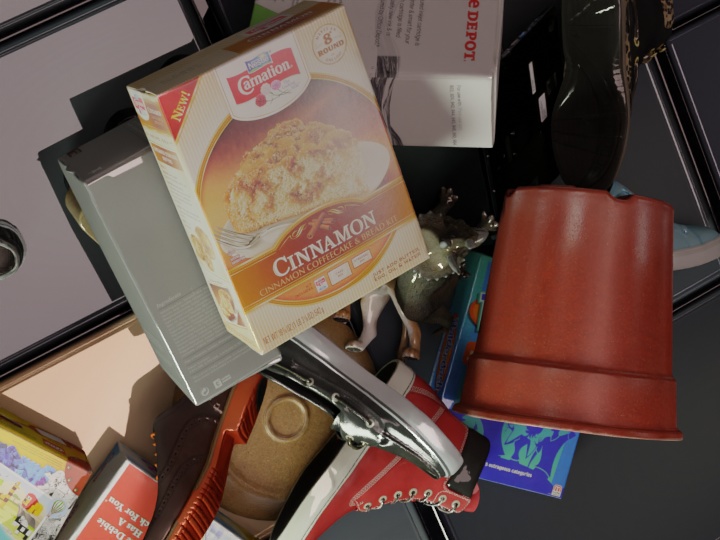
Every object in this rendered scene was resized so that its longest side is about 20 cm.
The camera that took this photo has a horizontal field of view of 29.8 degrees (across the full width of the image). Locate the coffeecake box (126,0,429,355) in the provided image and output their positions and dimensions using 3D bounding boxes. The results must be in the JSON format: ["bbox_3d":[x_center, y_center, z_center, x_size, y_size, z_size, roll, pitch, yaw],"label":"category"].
[{"bbox_3d":[-0.056,-0.069,0.975,0.152,0.073,0.202,-29,113,-19],"label":"coffeecake box"}]

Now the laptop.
[{"bbox_3d":[0.089,-0.120,1.205,0.200,0.102,0.179,-47,142,-27],"label":"laptop"}]

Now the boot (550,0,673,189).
[{"bbox_3d":[0.231,-0.183,1.229,0.150,0.072,0.203,-34,125,-54],"label":"boot"}]

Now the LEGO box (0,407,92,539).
[{"bbox_3d":[-0.345,0.177,1.112,0.198,0.077,0.150,30,87,-18],"label":"LEGO box"}]

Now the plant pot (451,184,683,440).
[{"bbox_3d":[0.186,0.034,1.166,0.198,0.200,0.199,7,87,-18],"label":"plant pot"}]

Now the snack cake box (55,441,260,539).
[{"bbox_3d":[-0.163,0.257,1.184,0.199,0.067,0.116,39,85,-17],"label":"snack cake box"}]

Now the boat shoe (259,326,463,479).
[{"bbox_3d":[-0.005,0.115,1.129,0.199,0.069,0.057,38,75,5],"label":"boat shoe"}]

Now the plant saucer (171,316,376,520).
[{"bbox_3d":[-0.070,0.130,1.217,0.197,0.035,0.204,-2,97,-18],"label":"plant saucer"}]

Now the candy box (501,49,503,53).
[{"bbox_3d":[0.031,-0.169,1.207,0.198,0.055,0.117,-22,104,-14],"label":"candy box"}]

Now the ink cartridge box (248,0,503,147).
[{"bbox_3d":[0.015,-0.179,1.083,0.197,0.085,0.147,3,53,8],"label":"ink cartridge box"}]

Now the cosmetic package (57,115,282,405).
[{"bbox_3d":[-0.147,-0.010,1.042,0.089,0.107,0.202,-27,115,-15],"label":"cosmetic package"}]

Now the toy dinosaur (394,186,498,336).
[{"bbox_3d":[0.061,-0.003,1.166,0.077,0.201,0.102,41,55,12],"label":"toy dinosaur"}]

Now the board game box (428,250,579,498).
[{"bbox_3d":[0.145,0.098,1.277,0.150,0.045,0.203,15,90,-18],"label":"board game box"}]

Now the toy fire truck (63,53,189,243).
[{"bbox_3d":[-0.124,-0.051,1.151,0.176,0.129,0.200,-45,126,-3],"label":"toy fire truck"}]

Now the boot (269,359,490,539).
[{"bbox_3d":[0.024,0.201,1.193,0.144,0.072,0.201,42,79,-11],"label":"boot"}]

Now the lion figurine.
[{"bbox_3d":[0.000,0.000,1.198,0.200,0.072,0.124,40,53,-55],"label":"lion figurine"}]

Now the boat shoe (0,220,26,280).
[{"bbox_3d":[-0.369,-0.019,1.088,0.197,0.071,0.073,-4,97,-16],"label":"boat shoe"}]

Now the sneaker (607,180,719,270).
[{"bbox_3d":[0.257,-0.044,1.283,0.197,0.074,0.083,-1,101,-18],"label":"sneaker"}]

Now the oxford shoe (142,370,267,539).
[{"bbox_3d":[-0.147,0.164,1.133,0.072,0.071,0.202,20,65,10],"label":"oxford shoe"}]
